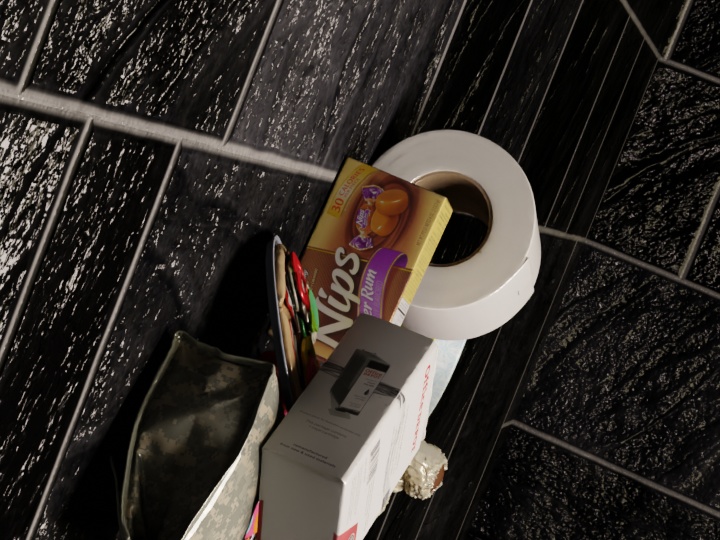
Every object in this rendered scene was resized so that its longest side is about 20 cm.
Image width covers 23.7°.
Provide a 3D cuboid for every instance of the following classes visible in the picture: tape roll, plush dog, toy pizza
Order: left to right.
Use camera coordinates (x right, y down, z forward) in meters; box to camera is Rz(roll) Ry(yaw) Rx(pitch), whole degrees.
[{"bbox_3d":[-0.056,0.065,1.607,0.200,0.031,0.202,-9,90,-87],"label":"toy pizza"},{"bbox_3d":[-0.018,0.257,2.102,0.199,0.161,0.172,-14,146,-53],"label":"plush dog"},{"bbox_3d":[0.096,-0.037,1.873,0.204,0.201,0.139,-64,166,-11],"label":"tape roll"}]

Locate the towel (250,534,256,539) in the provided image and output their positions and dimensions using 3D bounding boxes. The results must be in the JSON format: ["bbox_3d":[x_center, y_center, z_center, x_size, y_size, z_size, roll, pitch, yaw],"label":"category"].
[{"bbox_3d":[-0.104,0.305,1.936,0.200,0.023,0.145,75,39,-71],"label":"towel"}]

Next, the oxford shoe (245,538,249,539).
[{"bbox_3d":[-0.135,0.298,1.625,0.200,0.071,0.074,108,-28,-73],"label":"oxford shoe"}]

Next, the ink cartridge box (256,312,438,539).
[{"bbox_3d":[-0.012,0.159,1.543,0.200,0.082,0.148,-53,157,-45],"label":"ink cartridge box"}]

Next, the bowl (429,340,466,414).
[{"bbox_3d":[0.059,0.081,2.104,0.201,0.107,0.201,-59,164,-28],"label":"bowl"}]

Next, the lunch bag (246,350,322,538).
[{"bbox_3d":[-0.100,0.164,1.719,0.200,0.081,0.178,-29,135,-67],"label":"lunch bag"}]

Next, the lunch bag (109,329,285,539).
[{"bbox_3d":[-0.147,0.182,1.478,0.164,0.117,0.201,83,27,-65],"label":"lunch bag"}]

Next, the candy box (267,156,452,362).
[{"bbox_3d":[0.000,0.000,1.747,0.201,0.116,0.056,-65,165,-7],"label":"candy box"}]
